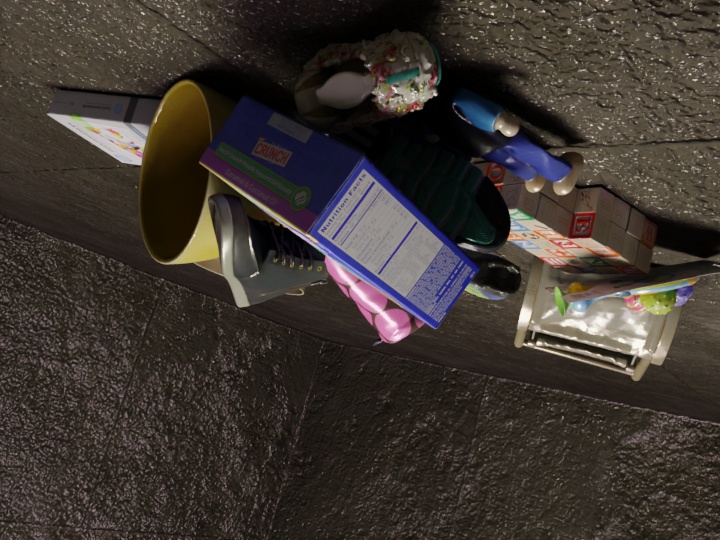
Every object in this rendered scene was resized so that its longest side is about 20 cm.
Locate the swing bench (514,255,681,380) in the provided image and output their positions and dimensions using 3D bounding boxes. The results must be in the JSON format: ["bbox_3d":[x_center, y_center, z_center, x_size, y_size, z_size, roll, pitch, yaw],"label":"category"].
[{"bbox_3d":[0.334,0.061,1.033,0.197,0.131,0.200,14,169,14],"label":"swing bench"}]

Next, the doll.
[{"bbox_3d":[0.103,-0.126,0.642,0.199,0.049,0.136,24,176,-31],"label":"doll"}]

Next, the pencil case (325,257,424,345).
[{"bbox_3d":[0.000,0.000,0.894,0.200,0.091,0.094,52,180,-22],"label":"pencil case"}]

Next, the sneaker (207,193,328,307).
[{"bbox_3d":[-0.088,-0.029,0.719,0.105,0.076,0.200,-13,161,-7],"label":"sneaker"}]

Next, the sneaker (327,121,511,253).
[{"bbox_3d":[0.058,-0.082,0.710,0.199,0.075,0.088,36,171,7],"label":"sneaker"}]

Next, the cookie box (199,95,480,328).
[{"bbox_3d":[-0.015,-0.049,0.626,0.171,0.076,0.200,35,179,43],"label":"cookie box"}]

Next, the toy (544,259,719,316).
[{"bbox_3d":[0.324,0.027,0.825,0.198,0.048,0.115,-7,-174,2],"label":"toy"}]

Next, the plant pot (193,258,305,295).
[{"bbox_3d":[-0.169,-0.054,1.186,0.198,0.136,0.200,16,170,3],"label":"plant pot"}]

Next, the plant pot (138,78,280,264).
[{"bbox_3d":[-0.152,-0.101,0.826,0.141,0.202,0.199,7,177,-37],"label":"plant pot"}]

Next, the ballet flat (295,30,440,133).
[{"bbox_3d":[-0.015,-0.148,0.581,0.064,0.076,0.199,-25,-168,-28],"label":"ballet flat"}]

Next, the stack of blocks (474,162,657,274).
[{"bbox_3d":[0.221,-0.056,0.795,0.199,0.059,0.115,24,167,-33],"label":"stack of blocks"}]

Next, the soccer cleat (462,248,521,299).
[{"bbox_3d":[0.113,-0.009,0.933,0.198,0.065,0.084,20,172,-15],"label":"soccer cleat"}]

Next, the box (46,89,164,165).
[{"bbox_3d":[-0.294,-0.184,0.971,0.198,0.042,0.156,13,168,25],"label":"box"}]

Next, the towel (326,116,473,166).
[{"bbox_3d":[0.019,-0.112,0.786,0.144,0.024,0.200,29,157,-14],"label":"towel"}]
